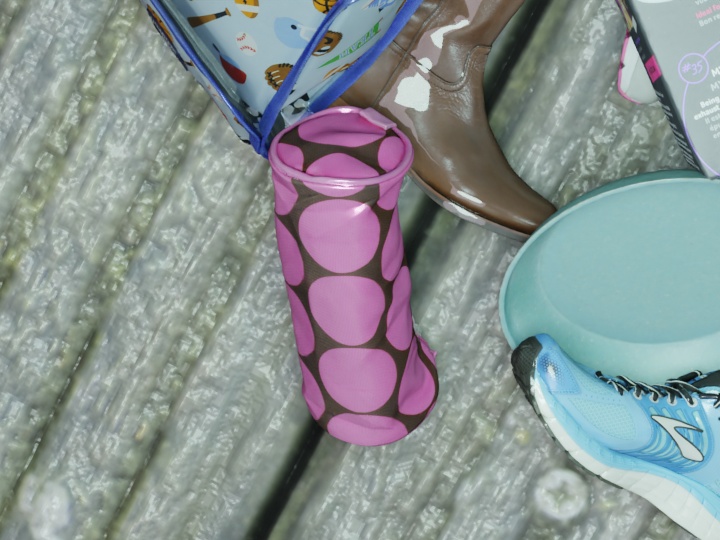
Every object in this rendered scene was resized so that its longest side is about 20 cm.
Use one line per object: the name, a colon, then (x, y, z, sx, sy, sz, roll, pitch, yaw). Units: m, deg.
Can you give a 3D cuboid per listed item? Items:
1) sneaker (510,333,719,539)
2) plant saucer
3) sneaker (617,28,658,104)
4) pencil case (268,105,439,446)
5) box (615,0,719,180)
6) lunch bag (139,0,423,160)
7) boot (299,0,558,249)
sneaker: (0.173, 0.083, 1.569, 0.200, 0.078, 0.090, 31, 105, -27)
plant saucer: (0.178, 0.004, 1.543, 0.199, 0.036, 0.200, -1, 138, -1)
sneaker: (0.217, -0.172, 1.509, 0.088, 0.081, 0.200, 33, 106, -1)
pencil case: (0.000, 0.000, 1.541, 0.091, 0.094, 0.200, 34, 144, 38)
box: (0.195, -0.164, 1.422, 0.122, 0.106, 0.200, -23, 96, 4)
lunch bag: (-0.061, -0.174, 1.490, 0.170, 0.124, 0.200, 53, 145, 8)
boot: (0.085, -0.135, 1.547, 0.186, 0.064, 0.200, 32, 101, 0)
